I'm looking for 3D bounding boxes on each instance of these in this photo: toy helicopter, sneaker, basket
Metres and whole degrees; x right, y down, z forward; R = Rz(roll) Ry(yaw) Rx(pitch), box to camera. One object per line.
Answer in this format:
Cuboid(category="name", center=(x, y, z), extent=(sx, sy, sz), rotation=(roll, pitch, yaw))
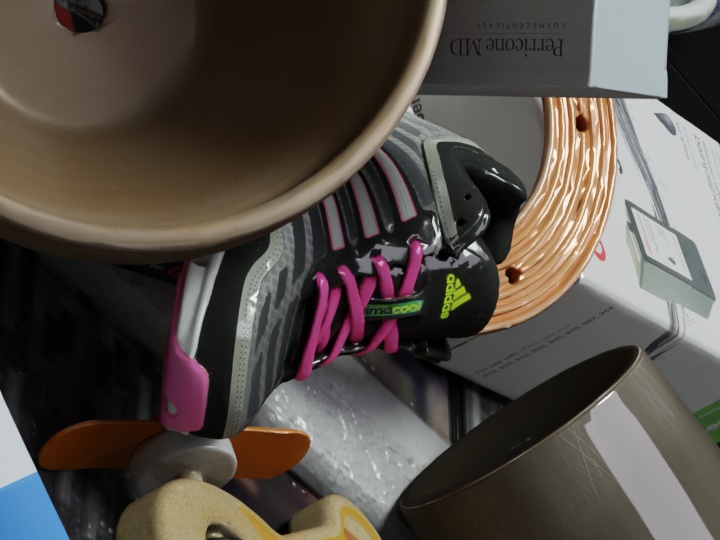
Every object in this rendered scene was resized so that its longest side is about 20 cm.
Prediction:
Cuboid(category="toy helicopter", center=(-0.033, 0.098, 0.887), extent=(0.132, 0.079, 0.200), rotation=(57, 14, 7))
Cuboid(category="sneaker", center=(0.000, 0.000, 0.895), extent=(0.087, 0.074, 0.200), rotation=(21, 31, 13))
Cuboid(category="basket", center=(0.115, 0.141, 1.038), extent=(0.200, 0.136, 0.180), rotation=(57, 31, -5))

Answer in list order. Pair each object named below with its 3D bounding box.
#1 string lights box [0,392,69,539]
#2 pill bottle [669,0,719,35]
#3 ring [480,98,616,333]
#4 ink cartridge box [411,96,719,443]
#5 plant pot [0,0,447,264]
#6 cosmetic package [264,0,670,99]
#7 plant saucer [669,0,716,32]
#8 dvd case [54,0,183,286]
Cuboid(category="string lights box", center=(-0.098, 0.141, 0.662), extent=(0.200, 0.103, 0.059), rotation=(64, 25, 2))
Cuboid(category="pill bottle", center=(0.166, -0.184, 1.455), extent=(0.111, 0.111, 0.200), rotation=(65, 25, 3))
Cuboid(category="ring", center=(0.019, -0.070, 1.046), extent=(0.200, 0.019, 0.201), rotation=(14, 65, -32))
Cuboid(category="ink cartridge box", center=(0.100, -0.012, 1.199), extent=(0.200, 0.084, 0.146), rotation=(27, 43, -51))
Cuboid(category="plant pot", center=(-0.079, -0.094, 0.841), extent=(0.200, 0.093, 0.201), rotation=(4, 77, -15))
Cuboid(category="cosmetic package", center=(0.011, -0.134, 0.893), extent=(0.052, 0.200, 0.151), rotation=(-1, 93, -51))
Cuboid(category="plant saucer", center=(0.066, -0.148, 1.246), extent=(0.200, 0.050, 0.200), rotation=(20, 25, -10))
Cuboid(category="dvd case", center=(-0.084, -0.063, 0.976), extent=(0.200, 0.022, 0.146), rotation=(18, 51, -55))
